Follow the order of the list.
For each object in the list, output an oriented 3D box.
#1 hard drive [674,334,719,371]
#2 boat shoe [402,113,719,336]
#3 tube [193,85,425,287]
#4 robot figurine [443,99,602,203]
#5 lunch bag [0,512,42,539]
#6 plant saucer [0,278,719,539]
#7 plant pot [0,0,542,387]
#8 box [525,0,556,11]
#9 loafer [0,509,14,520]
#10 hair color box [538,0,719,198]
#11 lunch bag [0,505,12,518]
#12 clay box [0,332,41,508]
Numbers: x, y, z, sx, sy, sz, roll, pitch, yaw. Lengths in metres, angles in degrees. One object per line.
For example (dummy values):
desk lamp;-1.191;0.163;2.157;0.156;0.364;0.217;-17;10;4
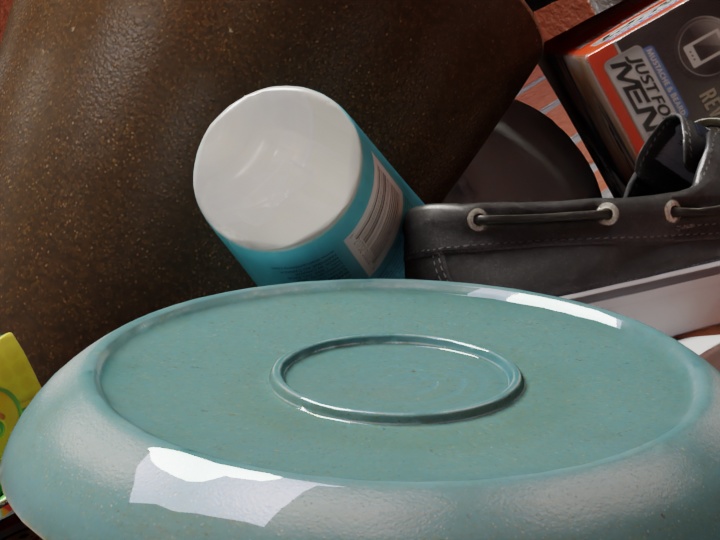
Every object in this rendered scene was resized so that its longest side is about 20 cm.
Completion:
hard drive;0.035;0.062;0.809;0.132;0.026;0.200;-30;6;-15
boat shoe;0.101;-0.016;0.799;0.200;0.066;0.070;-14;1;-20
tube;0.000;0.000;0.818;0.077;0.050;0.200;-45;-23;-3
robot figurine;0.029;-0.011;1.069;0.170;0.113;0.200;4;-10;-24
lunch bag;-0.091;0.114;0.653;0.200;0.082;0.176;-31;7;-37
plant saucer;0.009;0.037;0.648;0.200;0.027;0.200;0;17;0
plant pot;-0.063;-0.032;0.905;0.200;0.187;0.187;-63;14;-11
box;0.083;-0.169;1.008;0.199;0.050;0.200;-51;10;-17
loafer;-0.059;0.076;0.809;0.200;0.073;0.072;-31;15;45
hair color box;0.124;-0.049;0.959;0.064;0.111;0.200;-29;5;0
lunch bag;-0.152;0.092;1.031;0.170;0.127;0.200;-34;-5;-34
clay box;-0.165;0.070;0.750;0.115;0.048;0.200;-30;5;-31
